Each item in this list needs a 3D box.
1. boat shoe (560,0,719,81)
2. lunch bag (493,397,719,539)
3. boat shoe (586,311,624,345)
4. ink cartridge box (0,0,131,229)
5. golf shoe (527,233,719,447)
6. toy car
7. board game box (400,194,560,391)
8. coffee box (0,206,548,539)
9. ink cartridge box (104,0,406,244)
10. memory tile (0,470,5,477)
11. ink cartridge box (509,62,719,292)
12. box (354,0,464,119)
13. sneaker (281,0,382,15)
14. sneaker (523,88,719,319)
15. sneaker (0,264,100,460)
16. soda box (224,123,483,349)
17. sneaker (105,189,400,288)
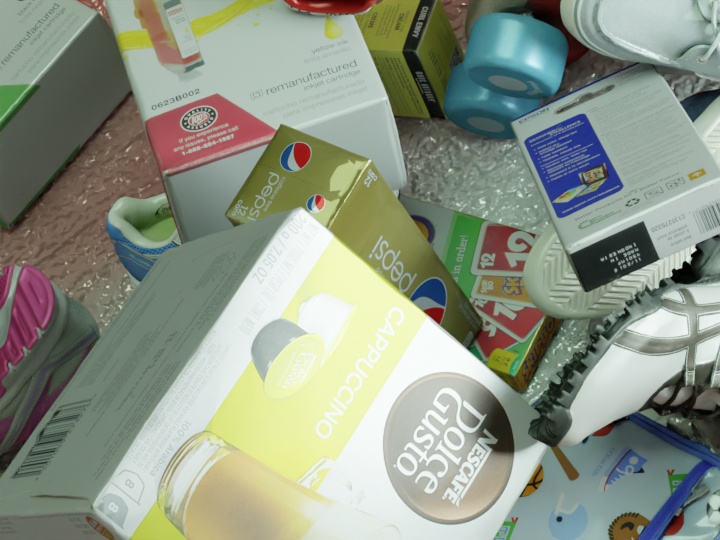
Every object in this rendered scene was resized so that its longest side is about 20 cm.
[{"bbox_3d":[0.217,-0.146,1.453,0.200,0.070,0.072,4,19,-23],"label":"boat shoe"},{"bbox_3d":[0.125,0.166,1.374,0.160,0.076,0.200,30,76,34],"label":"lunch bag"},{"bbox_3d":[0.216,0.046,1.422,0.199,0.067,0.074,18,66,30],"label":"boat shoe"},{"bbox_3d":[-0.278,-0.141,1.728,0.199,0.084,0.146,29,72,33],"label":"ink cartridge box"},{"bbox_3d":[0.177,0.048,1.322,0.200,0.078,0.095,-36,80,-29],"label":"golf shoe"},{"bbox_3d":[0.173,-0.171,1.554,0.199,0.177,0.185,15,76,-3],"label":"toy car"},{"bbox_3d":[0.035,0.004,1.549,0.199,0.030,0.096,16,66,32],"label":"board game box"},{"bbox_3d":[-0.053,0.113,1.348,0.200,0.198,0.200,-56,17,-21],"label":"coffee box"},{"bbox_3d":[-0.071,-0.125,1.532,0.144,0.084,0.201,-19,50,-3],"label":"ink cartridge box"},{"bbox_3d":[-0.147,0.167,1.518,0.199,0.017,0.154,-18,54,10],"label":"memory tile"},{"bbox_3d":[0.146,-0.058,1.402,0.094,0.037,0.200,-24,26,5],"label":"ink cartridge box"},{"bbox_3d":[-0.035,-0.147,1.644,0.199,0.075,0.050,5,58,26],"label":"box"},{"bbox_3d":[0.036,-0.211,1.459,0.200,0.067,0.108,-13,48,30],"label":"sneaker"},{"bbox_3d":[0.168,-0.040,1.486,0.200,0.075,0.084,-35,17,-18],"label":"sneaker"},{"bbox_3d":[-0.234,0.088,1.567,0.200,0.088,0.082,-44,53,18],"label":"sneaker"},{"bbox_3d":[0.000,0.000,1.425,0.067,0.200,0.064,22,73,32],"label":"soda box"},{"bbox_3d":[-0.069,-0.029,1.551,0.199,0.077,0.076,-17,46,22],"label":"sneaker"}]
